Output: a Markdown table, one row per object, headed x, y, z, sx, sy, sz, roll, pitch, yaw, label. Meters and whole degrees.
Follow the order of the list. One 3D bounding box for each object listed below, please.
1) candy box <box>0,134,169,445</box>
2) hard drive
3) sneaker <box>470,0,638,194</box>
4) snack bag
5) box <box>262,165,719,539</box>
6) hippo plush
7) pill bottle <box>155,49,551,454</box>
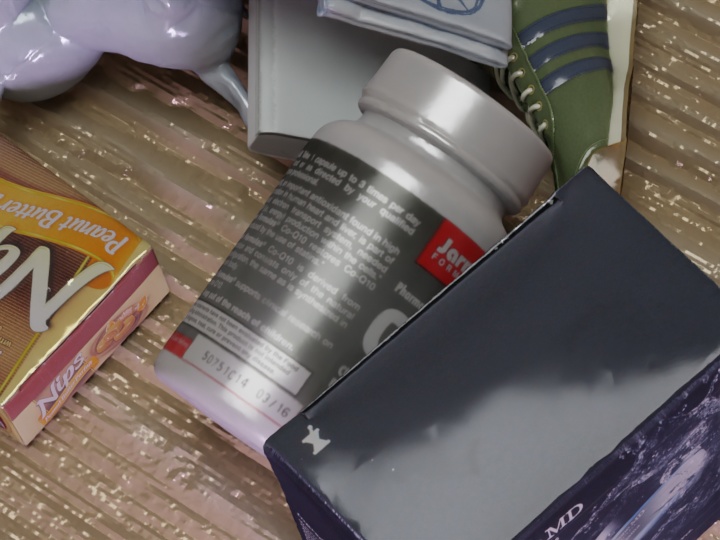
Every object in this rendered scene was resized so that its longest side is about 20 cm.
| x | y | z | sx | sy | sz | roll | pitch | yaw | label |
| --- | --- | --- | --- | --- | --- | --- | --- | --- | --- |
| -0.213 | -0.014 | 1.417 | 0.200 | 0.055 | 0.115 | 36 | 74 | 21 | candy box |
| 0.005 | -0.145 | 1.438 | 0.132 | 0.026 | 0.200 | 9 | 61 | -20 | hard drive |
| 0.097 | -0.103 | 1.411 | 0.090 | 0.067 | 0.200 | 5 | 58 | 4 | sneaker |
| -0.013 | -0.195 | 1.393 | 0.200 | 0.021 | 0.189 | 16 | 43 | -14 | snack bag |
| 0.076 | 0.090 | 1.246 | 0.197 | 0.200 | 0.117 | -40 | 66 | -12 | box |
| -0.144 | -0.163 | 1.450 | 0.161 | 0.200 | 0.159 | -16 | 36 | 27 | hippo plush |
| 0.000 | 0.000 | 1.321 | 0.114 | 0.114 | 0.200 | 33 | 84 | 21 | pill bottle |
